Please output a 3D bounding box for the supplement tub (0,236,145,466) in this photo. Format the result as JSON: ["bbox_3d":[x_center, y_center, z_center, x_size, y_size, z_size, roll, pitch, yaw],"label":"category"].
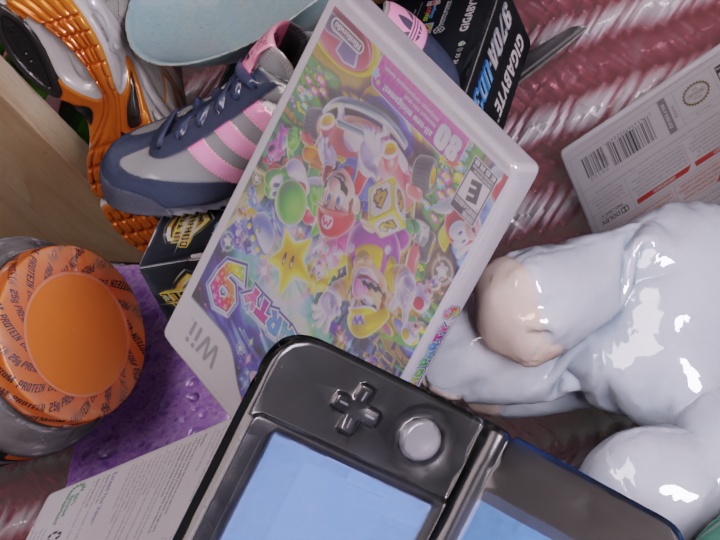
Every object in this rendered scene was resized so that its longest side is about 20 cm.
[{"bbox_3d":[-0.215,0.050,1.541,0.200,0.122,0.123,-16,64,49],"label":"supplement tub"}]

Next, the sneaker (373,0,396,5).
[{"bbox_3d":[-0.003,-0.220,1.543,0.085,0.073,0.200,-13,55,36],"label":"sneaker"}]

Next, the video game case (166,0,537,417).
[{"bbox_3d":[-0.009,-0.007,1.269,0.143,0.018,0.200,47,121,35],"label":"video game case"}]

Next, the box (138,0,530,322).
[{"bbox_3d":[-0.010,-0.062,1.415,0.159,0.046,0.200,-9,38,25],"label":"box"}]

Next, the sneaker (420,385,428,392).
[{"bbox_3d":[0.018,0.115,1.413,0.200,0.075,0.089,52,124,38],"label":"sneaker"}]

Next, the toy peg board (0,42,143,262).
[{"bbox_3d":[-0.219,-0.101,1.592,0.199,0.200,0.098,3,58,38],"label":"toy peg board"}]

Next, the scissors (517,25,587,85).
[{"bbox_3d":[0.040,-0.071,1.490,0.200,0.014,0.073,-18,61,30],"label":"scissors"}]

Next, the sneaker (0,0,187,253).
[{"bbox_3d":[-0.115,-0.096,1.510,0.076,0.200,0.092,-8,33,33],"label":"sneaker"}]

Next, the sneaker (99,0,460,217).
[{"bbox_3d":[-0.048,-0.084,1.355,0.199,0.082,0.070,-13,38,20],"label":"sneaker"}]

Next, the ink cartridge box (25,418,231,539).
[{"bbox_3d":[-0.098,0.148,1.359,0.200,0.043,0.197,-23,23,26],"label":"ink cartridge box"}]

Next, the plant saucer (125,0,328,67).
[{"bbox_3d":[-0.032,-0.167,1.431,0.201,0.039,0.201,-29,32,20],"label":"plant saucer"}]

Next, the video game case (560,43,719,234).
[{"bbox_3d":[0.188,-0.014,1.352,0.143,0.018,0.200,-34,57,23],"label":"video game case"}]

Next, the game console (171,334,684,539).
[{"bbox_3d":[0.010,0.155,1.179,0.200,0.170,0.118,-64,23,0],"label":"game console"}]

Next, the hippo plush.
[{"bbox_3d":[0.140,0.063,1.286,0.200,0.159,0.161,-21,76,-17],"label":"hippo plush"}]

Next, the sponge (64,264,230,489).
[{"bbox_3d":[-0.109,0.096,1.531,0.111,0.030,0.201,2,75,37],"label":"sponge"}]

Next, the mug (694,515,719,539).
[{"bbox_3d":[0.213,0.154,1.194,0.185,0.152,0.115,-23,53,-5],"label":"mug"}]
